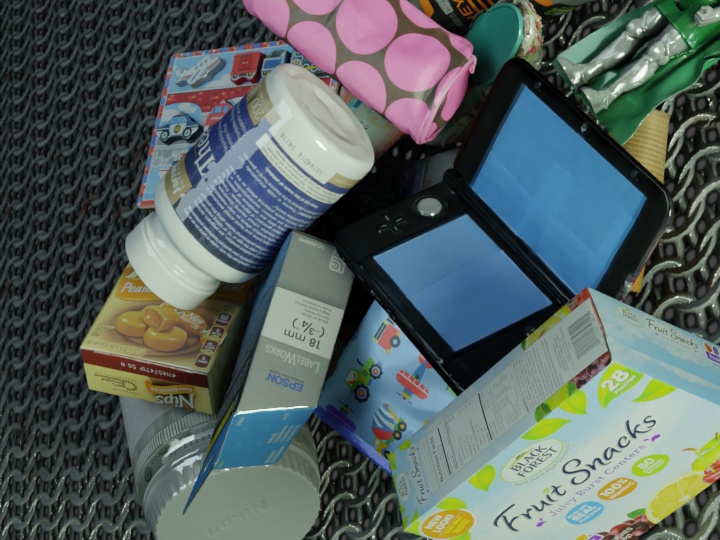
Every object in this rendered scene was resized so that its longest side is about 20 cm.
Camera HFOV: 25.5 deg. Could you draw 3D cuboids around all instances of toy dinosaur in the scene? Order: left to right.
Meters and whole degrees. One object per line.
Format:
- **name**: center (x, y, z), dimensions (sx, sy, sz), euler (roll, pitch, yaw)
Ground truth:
- **toy dinosaur**: center (0.000, 0.000, 1.357), dimensions (0.201, 0.102, 0.136), euler (60, 139, 25)

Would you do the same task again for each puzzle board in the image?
- **puzzle board**: center (-0.107, -0.130, 1.387), dimensions (0.199, 0.017, 0.152), euler (-2, 69, 36)

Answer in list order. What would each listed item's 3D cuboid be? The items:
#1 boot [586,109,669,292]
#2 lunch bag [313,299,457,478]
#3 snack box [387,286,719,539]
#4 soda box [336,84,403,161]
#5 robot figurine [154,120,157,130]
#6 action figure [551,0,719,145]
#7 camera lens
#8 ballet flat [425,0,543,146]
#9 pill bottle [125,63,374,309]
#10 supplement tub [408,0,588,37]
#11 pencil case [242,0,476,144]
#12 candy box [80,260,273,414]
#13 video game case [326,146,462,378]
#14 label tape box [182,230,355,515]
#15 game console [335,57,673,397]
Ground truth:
- **boot**: center (0.153, -0.054, 1.214), dimensions (0.201, 0.070, 0.145), euler (12, 89, 59)
- **lunch bag**: center (0.082, 0.104, 1.207), dimensions (0.200, 0.094, 0.151), euler (41, 106, 35)
- **snack box**: center (0.145, 0.115, 1.049), dimensions (0.200, 0.168, 0.068), euler (-44, 41, 30)
- **soda box**: center (-0.004, -0.137, 1.395), dimensions (0.200, 0.063, 0.069), euler (140, 145, -59)
- **robot figurine**: center (-0.121, -0.090, 1.522), dimensions (0.200, 0.116, 0.145), euler (-62, -42, -80)
- **action figure**: center (0.238, -0.185, 1.139), dimensions (0.200, 0.055, 0.118), euler (-35, 46, 5)
- **camera lens**: center (-0.126, 0.141, 1.406), dimensions (0.160, 0.159, 0.201), euler (-48, 40, 27)
- **ballet flat**: center (0.107, -0.163, 1.297), dimensions (0.200, 0.064, 0.076), euler (141, 124, -59)
- **pill bottle**: center (-0.094, -0.062, 1.275), dimensions (0.200, 0.111, 0.111), euler (-41, 43, 21)
- **supplement tub**: center (0.118, -0.254, 1.316), dimensions (0.200, 0.122, 0.123), euler (-23, 55, 47)
- **pencil case**: center (0.002, -0.192, 1.257), dimensions (0.094, 0.200, 0.091), euler (-50, -8, -2)
- **candy box**: center (-0.147, 0.025, 1.368), dimensions (0.056, 0.115, 0.201), euler (88, -162, -44)
- **video game case**: center (0.036, 0.001, 1.382), dimensions (0.182, 0.024, 0.201), euler (-13, 63, 50)
- **label tape box**: center (-0.069, 0.091, 1.247), dimensions (0.144, 0.063, 0.201), euler (123, 165, -62)
- **game console**: center (0.095, -0.032, 1.139), dimensions (0.200, 0.172, 0.119), euler (49, 155, 39)
